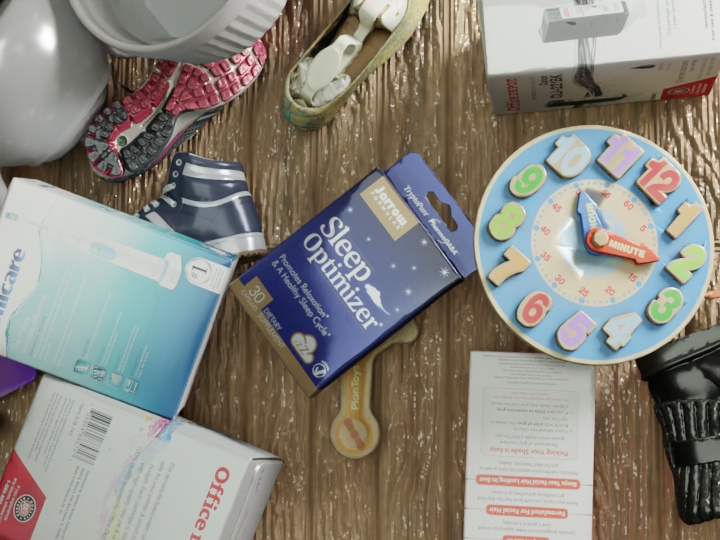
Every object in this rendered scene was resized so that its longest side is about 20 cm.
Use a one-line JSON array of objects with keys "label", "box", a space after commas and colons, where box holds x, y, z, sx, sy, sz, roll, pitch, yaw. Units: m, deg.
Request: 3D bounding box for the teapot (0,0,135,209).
[{"label": "teapot", "box": [-0.295, -0.170, 1.244, 0.146, 0.198, 0.200, 37, 128, -24]}]

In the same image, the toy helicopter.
[{"label": "toy helicopter", "box": [-0.012, 0.066, 1.208, 0.132, 0.079, 0.201, 1, 86, 10]}]

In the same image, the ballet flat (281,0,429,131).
[{"label": "ballet flat", "box": [-0.002, -0.214, 1.244, 0.071, 0.071, 0.200, 39, 90, 11]}]

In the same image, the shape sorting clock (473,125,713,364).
[{"label": "shape sorting clock", "box": [0.193, -0.023, 1.123, 0.199, 0.039, 0.201, 1, 78, -4]}]

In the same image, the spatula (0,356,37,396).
[{"label": "spatula", "box": [-0.264, 0.071, 1.270, 0.199, 0.021, 0.057, -15, 59, 2]}]

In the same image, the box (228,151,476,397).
[{"label": "box", "box": [0.000, 0.000, 1.155, 0.200, 0.032, 0.121, -38, 79, 5]}]

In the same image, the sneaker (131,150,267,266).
[{"label": "sneaker", "box": [-0.191, -0.046, 1.249, 0.199, 0.070, 0.109, -11, 85, 2]}]

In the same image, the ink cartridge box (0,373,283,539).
[{"label": "ink cartridge box", "box": [-0.191, 0.194, 1.182, 0.199, 0.145, 0.146, 21, 86, 11]}]

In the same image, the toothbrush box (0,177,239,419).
[{"label": "toothbrush box", "box": [-0.223, 0.022, 1.169, 0.199, 0.085, 0.147, 20, 92, -3]}]

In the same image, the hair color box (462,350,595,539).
[{"label": "hair color box", "box": [0.146, 0.173, 1.177, 0.110, 0.064, 0.201, 2, 82, 8]}]

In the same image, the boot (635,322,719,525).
[{"label": "boot", "box": [0.348, 0.115, 1.143, 0.210, 0.079, 0.159, -22, 73, 16]}]

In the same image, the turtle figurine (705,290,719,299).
[{"label": "turtle figurine", "box": [0.230, -0.029, 1.189, 0.199, 0.064, 0.162, -2, 78, -5]}]

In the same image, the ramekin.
[{"label": "ramekin", "box": [-0.148, -0.273, 1.173, 0.199, 0.105, 0.201, -3, 83, 25]}]

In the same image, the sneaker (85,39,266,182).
[{"label": "sneaker", "box": [-0.175, -0.160, 1.264, 0.200, 0.075, 0.081, -39, 89, -11]}]

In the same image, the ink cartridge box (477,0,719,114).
[{"label": "ink cartridge box", "box": [0.204, -0.197, 1.171, 0.199, 0.144, 0.084, -4, 83, 8]}]
